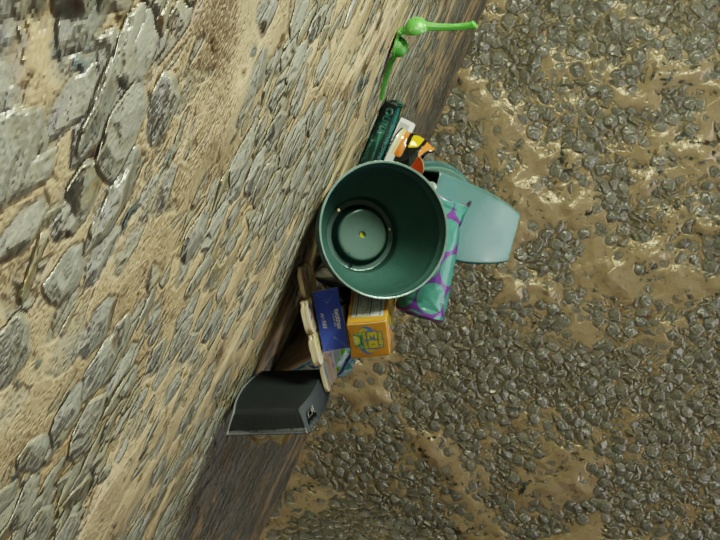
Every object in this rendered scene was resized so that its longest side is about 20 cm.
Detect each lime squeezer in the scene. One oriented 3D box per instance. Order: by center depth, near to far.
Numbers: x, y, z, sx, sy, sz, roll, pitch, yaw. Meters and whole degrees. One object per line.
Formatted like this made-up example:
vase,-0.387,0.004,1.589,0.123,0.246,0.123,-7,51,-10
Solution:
lime squeezer,0.079,-0.339,1.385,0.199,0.070,0.038,-33,-145,35

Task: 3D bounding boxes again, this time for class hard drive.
hard drive,-0.121,0.195,1.380,0.200,0.133,0.043,-58,145,-76

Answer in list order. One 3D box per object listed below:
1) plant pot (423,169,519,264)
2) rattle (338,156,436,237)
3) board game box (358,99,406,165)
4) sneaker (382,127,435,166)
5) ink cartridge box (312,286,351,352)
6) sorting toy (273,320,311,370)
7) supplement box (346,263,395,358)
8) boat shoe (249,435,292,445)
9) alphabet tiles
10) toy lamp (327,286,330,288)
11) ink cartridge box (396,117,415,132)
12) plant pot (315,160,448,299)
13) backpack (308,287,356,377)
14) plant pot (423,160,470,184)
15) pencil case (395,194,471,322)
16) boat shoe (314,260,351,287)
plant pot,0.170,-0.086,1.613,0.141,0.198,0.143,20,-83,63
rattle,0.042,-0.109,1.570,0.200,0.130,0.143,-51,167,6
board game box,0.027,-0.211,1.659,0.135,0.028,0.202,-51,165,-75
sneaker,0.069,-0.155,1.687,0.070,0.089,0.202,-52,165,-78
ink cartridge box,-0.032,0.074,1.472,0.200,0.044,0.095,-2,82,-83
sorting toy,-0.076,0.116,1.679,0.200,0.036,0.186,-37,-164,39
supplement box,0.019,0.054,1.430,0.201,0.068,0.067,-78,163,-58
boat shoe,-0.159,0.241,1.510,0.074,0.069,0.200,-54,-167,-22
alphabet tiles,-0.064,0.084,1.442,0.200,0.014,0.198,-46,124,-81
toy lamp,-0.045,0.006,1.810,0.058,0.058,0.201,-58,169,-64
ink cartridge box,0.046,-0.202,1.913,0.200,0.050,0.162,117,-2,-63
plant pot,0.016,-0.058,1.393,0.202,0.199,0.134,-65,-165,-9
backpack,-0.048,0.125,1.922,0.163,0.154,0.200,-20,-157,53
plant pot,0.154,-0.109,1.783,0.196,0.199,0.202,-132,-115,-78
pencil case,0.115,-0.022,1.466,0.092,0.084,0.202,1,101,-82
boat shoe,0.000,0.001,1.602,0.074,0.201,0.065,30,73,-42
